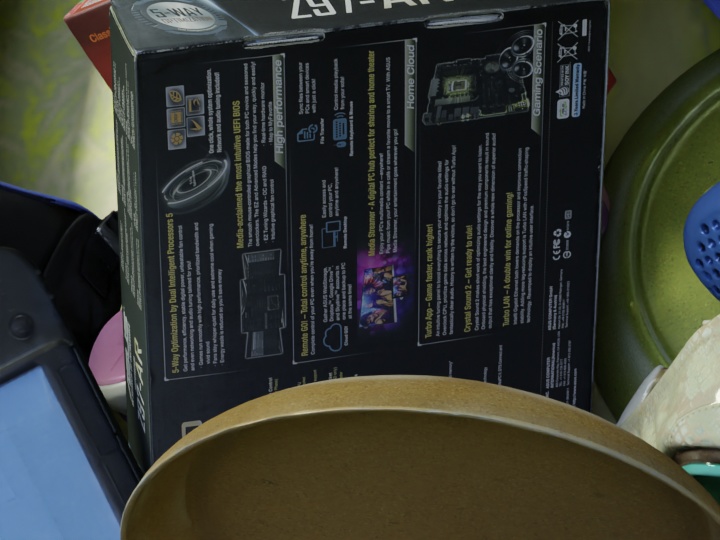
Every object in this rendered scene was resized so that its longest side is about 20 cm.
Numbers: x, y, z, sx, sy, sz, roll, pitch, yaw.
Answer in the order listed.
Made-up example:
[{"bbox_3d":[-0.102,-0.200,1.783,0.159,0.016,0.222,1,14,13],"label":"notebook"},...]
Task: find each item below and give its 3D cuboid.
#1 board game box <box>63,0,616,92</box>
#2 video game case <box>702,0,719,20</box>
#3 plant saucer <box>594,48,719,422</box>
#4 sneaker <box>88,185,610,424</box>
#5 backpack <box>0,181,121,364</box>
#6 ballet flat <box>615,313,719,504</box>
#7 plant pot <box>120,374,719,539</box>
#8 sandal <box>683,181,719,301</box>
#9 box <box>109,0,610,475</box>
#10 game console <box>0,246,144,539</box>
[{"bbox_3d":[-0.012,-0.081,1.019,0.199,0.103,0.019,-16,24,42],"label":"board game box"},{"bbox_3d":[0.210,-0.128,0.964,0.181,0.045,0.200,-49,62,18],"label":"video game case"},{"bbox_3d":[0.170,-0.007,1.005,0.199,0.031,0.201,-7,69,17],"label":"plant saucer"},{"bbox_3d":[0.004,0.024,1.030,0.199,0.089,0.081,-27,22,-2],"label":"sneaker"},{"bbox_3d":[-0.184,0.069,1.026,0.147,0.183,0.201,-18,65,38],"label":"backpack"},{"bbox_3d":[0.117,0.053,0.921,0.067,0.200,0.063,8,76,-6],"label":"ballet flat"},{"bbox_3d":[0.025,0.086,0.873,0.199,0.200,0.028,-4,54,18],"label":"plant pot"},{"bbox_3d":[0.177,0.038,0.913,0.087,0.080,0.200,-32,56,-29],"label":"sandal"},{"bbox_3d":[0.000,0.000,0.948,0.159,0.201,0.044,-8,29,-13],"label":"box"},{"bbox_3d":[-0.132,0.109,0.871,0.170,0.118,0.201,-27,92,-14],"label":"game console"}]
